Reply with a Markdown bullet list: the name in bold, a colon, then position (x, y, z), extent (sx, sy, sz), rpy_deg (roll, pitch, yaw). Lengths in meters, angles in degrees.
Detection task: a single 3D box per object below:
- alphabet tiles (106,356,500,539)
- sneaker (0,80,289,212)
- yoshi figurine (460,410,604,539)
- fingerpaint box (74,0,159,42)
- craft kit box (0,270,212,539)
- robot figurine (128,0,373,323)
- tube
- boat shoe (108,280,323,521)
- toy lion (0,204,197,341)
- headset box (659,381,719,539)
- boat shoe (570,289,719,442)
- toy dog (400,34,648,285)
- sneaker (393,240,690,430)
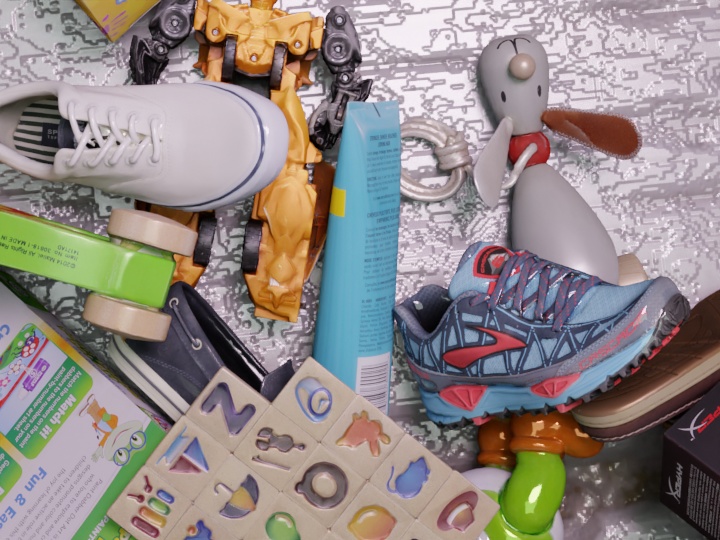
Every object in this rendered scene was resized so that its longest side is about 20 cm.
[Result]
- **alphabet tiles**: position (-0.027, 0.151, 0.785), extent (0.200, 0.006, 0.167), rpy_deg (38, 88, -5)
- **sneaker**: position (-0.133, -0.069, 0.812), extent (0.199, 0.071, 0.073), rpy_deg (2, 93, 34)
- **yoshi figurine**: position (0.102, 0.185, 0.854), extent (0.112, 0.112, 0.201), rpy_deg (2, 67, 34)
- **fingerpaint box**: position (-0.127, -0.263, 0.843), extent (0.200, 0.073, 0.167), rpy_deg (-41, 76, -3)
- **craft kit box**: position (-0.208, 0.130, 0.834), extent (0.197, 0.049, 0.200), rpy_deg (39, 89, 25)
- **robot figurine**: position (-0.072, -0.075, 0.878), extent (0.144, 0.058, 0.201), rpy_deg (9, 90, -5)
- **tube**: position (0.000, 0.000, 0.870), extent (0.050, 0.077, 0.201), rpy_deg (8, 101, 16)
- **boat shoe**: position (-0.052, 0.083, 0.832), extent (0.200, 0.075, 0.062), rpy_deg (41, 97, 5)
- **toy lion**: position (-0.211, -0.025, 0.810), extent (0.199, 0.192, 0.069), rpy_deg (17, 89, -25)
- **headset box**: position (0.286, 0.120, 0.791), extent (0.149, 0.077, 0.200), rpy_deg (-37, 53, -20)
- **boat shoe**: position (0.202, 0.066, 0.869), extent (0.200, 0.072, 0.072), rpy_deg (-26, 108, -40)
- **toy dog**: position (0.113, -0.038, 0.875), extent (0.132, 0.096, 0.200), rpy_deg (-36, 93, -4)
- **sneaker**: position (0.087, 0.028, 0.813), extent (0.079, 0.200, 0.096), rpy_deg (-35, 99, -42)
